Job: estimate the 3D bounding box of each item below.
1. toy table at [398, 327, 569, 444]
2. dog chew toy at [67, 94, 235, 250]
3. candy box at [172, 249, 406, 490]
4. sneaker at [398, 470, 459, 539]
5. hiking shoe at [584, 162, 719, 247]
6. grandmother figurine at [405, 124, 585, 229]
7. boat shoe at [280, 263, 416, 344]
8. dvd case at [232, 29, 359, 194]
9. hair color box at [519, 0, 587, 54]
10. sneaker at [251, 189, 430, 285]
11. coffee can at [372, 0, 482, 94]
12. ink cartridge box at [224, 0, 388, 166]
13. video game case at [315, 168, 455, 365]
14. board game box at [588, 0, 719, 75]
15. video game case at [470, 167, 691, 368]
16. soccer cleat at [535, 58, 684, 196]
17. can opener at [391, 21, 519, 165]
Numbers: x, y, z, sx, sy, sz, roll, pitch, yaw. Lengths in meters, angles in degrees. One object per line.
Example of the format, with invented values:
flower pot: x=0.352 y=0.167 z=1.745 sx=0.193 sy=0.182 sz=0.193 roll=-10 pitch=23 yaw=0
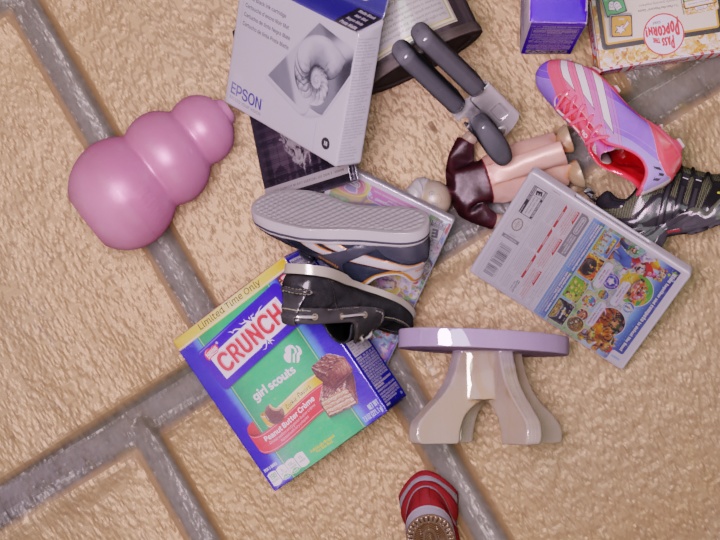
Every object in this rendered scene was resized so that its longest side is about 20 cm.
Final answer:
toy table: x=0.131 y=0.125 z=1.587 sx=0.197 sy=0.184 sz=0.119 roll=2 pitch=84 yaw=-16
dog chew toy: x=-0.221 y=-0.115 z=1.634 sx=0.199 sy=0.125 sz=0.125 roll=-38 pitch=88 yaw=-5
candy box: x=-0.077 y=0.105 z=1.624 sx=0.168 sy=0.077 sz=0.201 roll=-36 pitch=86 yaw=20
sneaker: x=0.081 y=0.315 z=1.645 sx=0.070 sy=0.113 sz=0.202 roll=-4 pitch=120 yaw=1
hiking shoe: x=0.345 y=-0.088 z=1.614 sx=0.198 sy=0.076 sz=0.102 roll=-23 pitch=92 yaw=4
grandmother figurine: x=0.139 y=-0.101 z=1.638 sx=0.197 sy=0.061 sz=0.123 roll=-19 pitch=80 yaw=1
boat shoe: x=-0.014 y=0.045 z=1.553 sx=0.071 sy=0.199 sz=0.069 roll=-3 pitch=75 yaw=37
dvd case: x=-0.072 y=-0.182 z=1.624 sx=0.148 sy=0.016 sz=0.203 roll=-13 pitch=88 yaw=48
hair color box: x=0.201 y=-0.295 z=1.560 sx=0.064 sy=0.200 sz=0.111 roll=2 pitch=90 yaw=2
sneaker: x=-0.023 y=-0.029 z=1.584 sx=0.197 sy=0.079 sz=0.080 roll=10 pitch=127 yaw=18
coffee can: x=0.024 y=-0.311 z=1.599 sx=0.145 sy=0.146 sz=0.202 roll=-26 pitch=89 yaw=3
ink cartridge box: x=-0.059 y=-0.237 z=1.553 sx=0.199 sy=0.040 sz=0.203 roll=32 pitch=121 yaw=40
video game case: x=0.000 y=0.000 z=1.639 sx=0.142 sy=0.018 sz=0.202 roll=26 pitch=108 yaw=3
board game box: x=0.317 y=-0.325 z=1.630 sx=0.149 sy=0.046 sz=0.203 roll=-8 pitch=90 yaw=3
video game case: x=0.235 y=-0.001 z=1.610 sx=0.199 sy=0.018 sz=0.144 roll=33 pitch=122 yaw=4
soccer cleat: x=0.254 y=-0.156 z=1.594 sx=0.076 sy=0.067 sz=0.200 roll=-36 pitch=64 yaw=-28
can opener: x=0.107 y=-0.183 z=1.546 sx=0.053 sy=0.200 sz=0.067 roll=-40 pitch=44 yaw=12
